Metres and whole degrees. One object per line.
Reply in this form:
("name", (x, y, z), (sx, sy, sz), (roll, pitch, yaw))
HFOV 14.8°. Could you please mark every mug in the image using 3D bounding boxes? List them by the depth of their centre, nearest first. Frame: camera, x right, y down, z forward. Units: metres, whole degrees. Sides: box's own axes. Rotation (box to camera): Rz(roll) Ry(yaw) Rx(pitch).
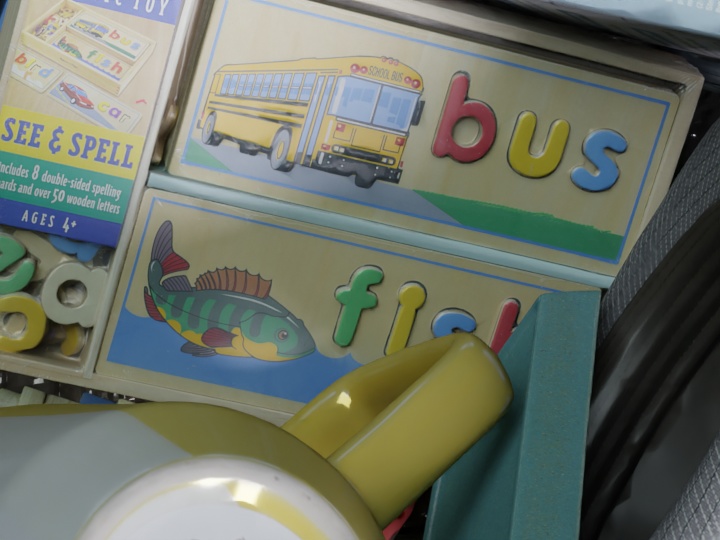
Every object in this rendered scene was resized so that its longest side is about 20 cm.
("mug", (-0.056, 0.081, 0.705), (0.149, 0.153, 0.187), (24, 70, -17))

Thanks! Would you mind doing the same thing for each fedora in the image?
("fedora", (0.105, 0.055, 0.722), (0.090, 0.177, 0.200), (30, 78, -10))

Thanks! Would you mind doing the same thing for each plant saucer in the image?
("plant saucer", (0.033, 0.075, 0.710), (0.019, 0.200, 0.070), (29, 119, -9))

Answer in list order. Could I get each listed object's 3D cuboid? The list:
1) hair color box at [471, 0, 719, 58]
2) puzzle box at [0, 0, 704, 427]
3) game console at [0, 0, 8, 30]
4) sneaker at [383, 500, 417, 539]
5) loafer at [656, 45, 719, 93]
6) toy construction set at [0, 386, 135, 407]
("hair color box", (0.103, -0.090, 0.769), (0.199, 0.099, 0.061), (14, 93, 19))
("puzzle box", (-0.012, -0.020, 0.791), (0.199, 0.025, 0.133), (12, 105, -16))
("game console", (-0.061, -0.127, 0.902), (0.170, 0.118, 0.201), (4, 60, 20))
("sneaker", (0.000, 0.000, 0.860), (0.071, 0.098, 0.201), (15, 76, 21))
("loafer", (0.182, -0.087, 0.846), (0.199, 0.072, 0.073), (0, 69, 18))
("toy construction set", (-0.105, 0.121, 0.835), (0.092, 0.131, 0.201), (5, 71, -9))
